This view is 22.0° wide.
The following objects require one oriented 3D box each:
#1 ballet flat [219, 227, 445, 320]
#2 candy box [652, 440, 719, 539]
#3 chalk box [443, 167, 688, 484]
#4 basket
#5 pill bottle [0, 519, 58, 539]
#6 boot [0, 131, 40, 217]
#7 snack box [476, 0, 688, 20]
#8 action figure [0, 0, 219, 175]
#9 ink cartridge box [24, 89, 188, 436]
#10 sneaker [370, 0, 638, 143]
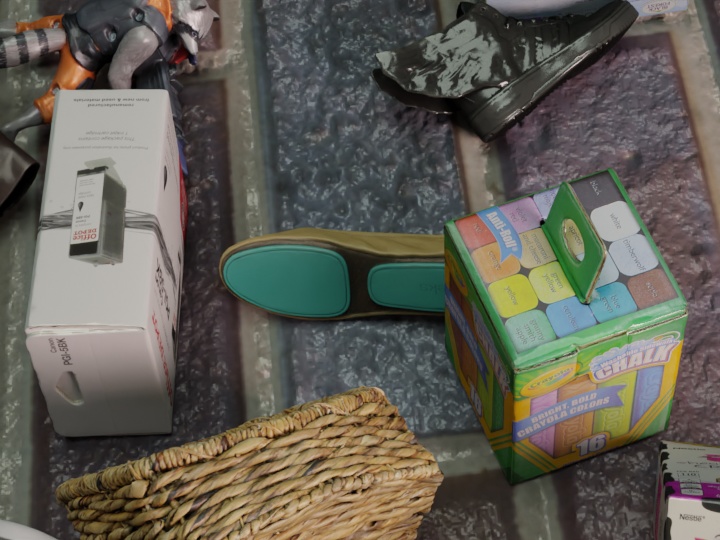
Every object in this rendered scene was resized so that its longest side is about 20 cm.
[{"bbox_3d":[0.000,0.000,1.333,0.199,0.069,0.063,5,28,5],"label":"ballet flat"},{"bbox_3d":[0.247,0.152,1.121,0.136,0.200,0.061,5,94,7],"label":"candy box"},{"bbox_3d":[0.130,0.027,1.209,0.123,0.200,0.125,-18,56,-8],"label":"chalk box"},{"bbox_3d":[-0.070,0.126,1.160,0.199,0.143,0.149,-15,54,-33],"label":"basket"},{"bbox_3d":[-0.239,0.264,1.130,0.114,0.114,0.201,9,57,11],"label":"pill bottle"},{"bbox_3d":[-0.359,-0.066,1.388,0.200,0.072,0.166,-45,81,3],"label":"boot"},{"bbox_3d":[0.166,-0.291,1.503,0.168,0.068,0.201,-8,54,0],"label":"snack box"},{"bbox_3d":[-0.198,-0.158,1.423,0.193,0.105,0.200,-24,54,0],"label":"action figure"},{"bbox_3d":[-0.171,-0.004,1.287,0.082,0.147,0.201,-1,57,2],"label":"ink cartridge box"},{"bbox_3d":[0.112,-0.175,1.417,0.200,0.060,0.104,-39,83,-16],"label":"sneaker"}]
